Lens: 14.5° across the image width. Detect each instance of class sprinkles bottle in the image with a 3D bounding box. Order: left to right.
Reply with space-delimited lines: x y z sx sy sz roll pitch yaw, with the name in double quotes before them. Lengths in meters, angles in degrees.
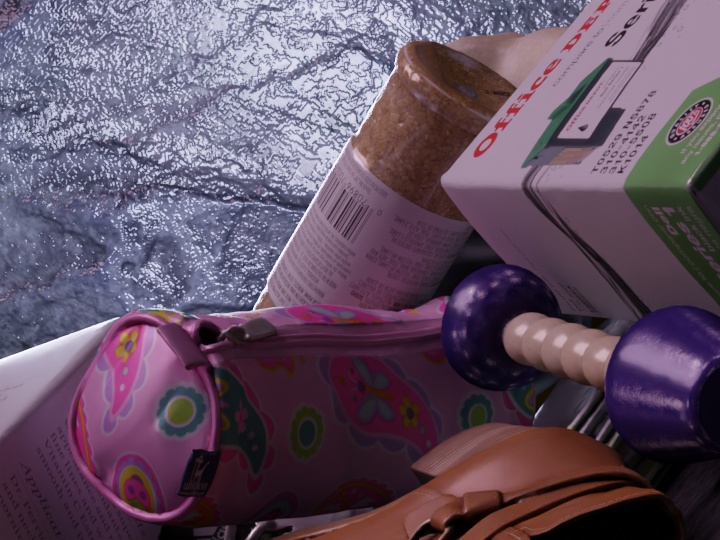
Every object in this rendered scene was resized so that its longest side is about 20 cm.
"sprinkles bottle" 0.000 0.000 1.218 0.200 0.068 0.068 -59 -4 22

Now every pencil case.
"pencil case" -0.019 0.052 1.114 0.200 0.087 0.087 0 -41 -47

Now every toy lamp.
"toy lamp" 0.091 0.033 1.033 0.058 0.058 0.200 -50 21 -7

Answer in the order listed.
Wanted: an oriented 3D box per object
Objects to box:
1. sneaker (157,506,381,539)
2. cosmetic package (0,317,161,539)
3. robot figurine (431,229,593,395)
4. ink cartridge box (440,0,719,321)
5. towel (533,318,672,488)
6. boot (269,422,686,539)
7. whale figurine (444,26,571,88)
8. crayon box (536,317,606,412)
"sneaker" -0.026 0.135 1.125 0.201 0.115 0.076 -107 32 -71
"cosmetic package" -0.164 0.143 1.162 0.165 0.165 0.200 -18 10 18
"robot figurine" 0.038 0.011 1.331 0.200 0.113 0.170 163 107 -71
"ink cartridge box" 0.139 -0.056 1.086 0.146 0.084 0.200 -49 20 -16
"towel" 0.094 0.075 1.177 0.171 0.048 0.200 -49 -1 -23
"boot" 0.017 0.129 0.966 0.200 0.077 0.155 -34 13 -11
"whale figurine" 0.123 -0.058 1.292 0.159 0.200 0.104 -14 -67 -56
"crayon box" 0.135 0.025 1.400 0.200 0.051 0.127 -50 -1 -1
